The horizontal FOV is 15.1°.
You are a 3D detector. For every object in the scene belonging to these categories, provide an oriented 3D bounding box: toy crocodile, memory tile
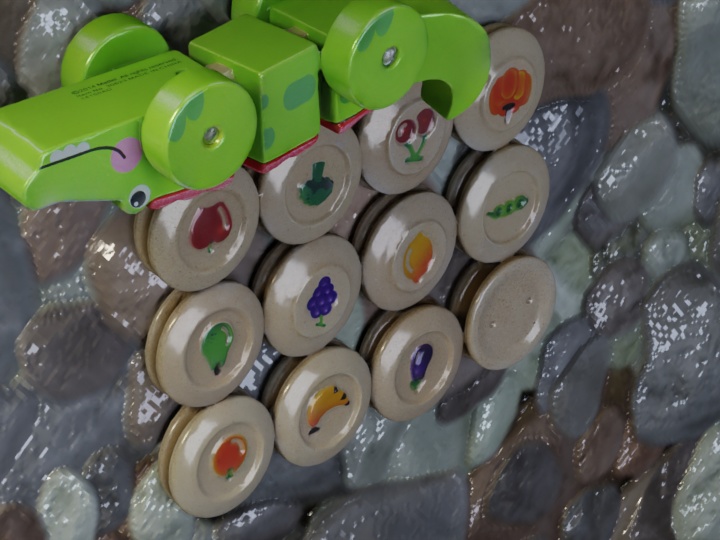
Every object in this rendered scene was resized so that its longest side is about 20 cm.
[{"bbox_3d":[-0.040,-0.059,0.923,0.199,0.067,0.062,-25,128,-35],"label":"toy crocodile"},{"bbox_3d":[0.000,0.000,1.035,0.199,0.017,0.154,-26,128,-34],"label":"memory tile"}]
